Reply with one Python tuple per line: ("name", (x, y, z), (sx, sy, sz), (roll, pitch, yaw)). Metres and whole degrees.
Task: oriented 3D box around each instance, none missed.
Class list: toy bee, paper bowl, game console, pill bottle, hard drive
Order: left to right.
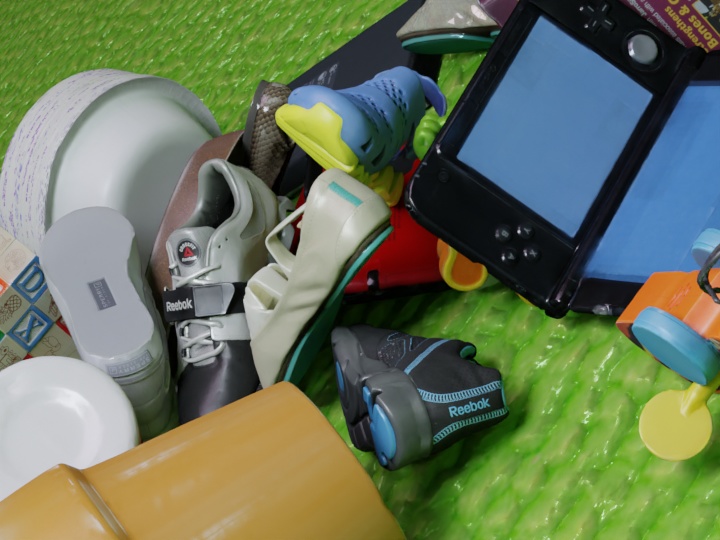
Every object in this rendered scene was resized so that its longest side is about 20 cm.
("pill bottle", (-0.190, 0.147, 1.243), (0.115, 0.113, 0.200), (-59, -13, -25))
("paper bowl", (-0.182, -0.056, 1.537), (0.104, 0.201, 0.201), (12, 61, 41))
("hard drive", (-0.016, -0.139, 1.582), (0.199, 0.033, 0.140), (-31, 29, 33))
("game console", (0.000, 0.000, 1.369), (0.171, 0.119, 0.201), (-8, 35, 8))
("game console", (0.152, -0.081, 1.102), (0.201, 0.175, 0.116), (-58, 5, -24))
("toy bee", (0.186, 0.041, 0.925), (0.131, 0.109, 0.200), (-51, -2, 12))

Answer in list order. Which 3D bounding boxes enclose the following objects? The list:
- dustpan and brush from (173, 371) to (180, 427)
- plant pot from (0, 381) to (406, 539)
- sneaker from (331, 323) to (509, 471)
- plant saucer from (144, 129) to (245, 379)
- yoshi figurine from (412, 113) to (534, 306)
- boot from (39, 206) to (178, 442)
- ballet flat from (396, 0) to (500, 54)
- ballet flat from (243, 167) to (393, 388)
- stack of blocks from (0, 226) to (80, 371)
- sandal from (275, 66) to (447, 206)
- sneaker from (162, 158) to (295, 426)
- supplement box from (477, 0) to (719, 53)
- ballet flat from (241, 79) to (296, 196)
("dustpan and brush", (-0.112, 0.077, 1.366), (0.140, 0.057, 0.201), (-52, 27, 43))
("plant pot", (-0.079, 0.165, 1.070), (0.183, 0.201, 0.200), (-35, 22, -11))
("sneaker", (0.032, 0.074, 1.167), (0.081, 0.074, 0.200), (-14, 13, -9))
("plant saucer", (-0.127, -0.015, 1.437), (0.200, 0.034, 0.202), (18, -90, -88))
("yoshi figurine", (0.093, -0.068, 1.223), (0.111, 0.113, 0.200), (-24, 27, 12))
("boot", (-0.174, 0.043, 1.335), (0.073, 0.096, 0.200), (-14, 36, -6))
("ballet flat", (0.102, -0.197, 1.428), (0.199, 0.067, 0.063), (3, 87, 52))
("ballet flat", (-0.037, 0.007, 1.207), (0.200, 0.069, 0.070), (121, 171, -48))
("stack of blocks", (-0.240, 0.069, 1.438), (0.058, 0.200, 0.115), (33, 79, 39))
("sandal", (0.006, -0.099, 1.237), (0.087, 0.079, 0.200), (-49, -8, 7))
("sneaker", (-0.104, 0.017, 1.291), (0.074, 0.088, 0.201), (-13, 54, 31))
("supplement box", (0.189, -0.205, 1.225), (0.199, 0.131, 0.104), (-36, 25, 23))
("ballet flat", (-0.069, -0.061, 1.453), (0.068, 0.046, 0.201), (-71, -4, -46))
